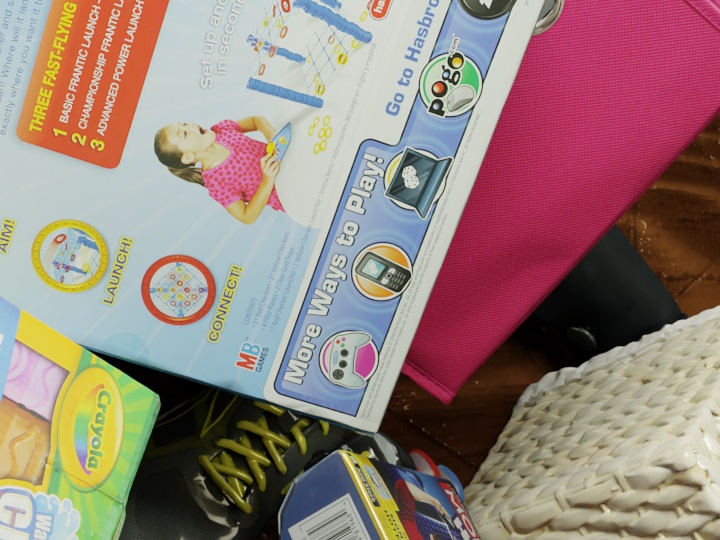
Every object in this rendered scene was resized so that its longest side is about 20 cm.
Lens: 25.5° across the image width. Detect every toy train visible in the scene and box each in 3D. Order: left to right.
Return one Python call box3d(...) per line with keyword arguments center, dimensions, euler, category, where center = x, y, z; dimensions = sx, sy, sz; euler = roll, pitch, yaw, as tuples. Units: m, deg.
box3d(center=(0.018, 0.105, 0.767), dimensions=(0.034, 0.046, 0.200), euler=(57, 3, 18), category="toy train")

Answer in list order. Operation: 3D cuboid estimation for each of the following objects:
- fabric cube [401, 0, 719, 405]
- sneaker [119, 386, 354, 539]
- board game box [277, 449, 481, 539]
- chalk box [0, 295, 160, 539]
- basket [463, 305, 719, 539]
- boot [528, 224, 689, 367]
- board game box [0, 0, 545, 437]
box3d(center=(0.022, -0.106, 0.701), dimensions=(0.195, 0.200, 0.201), euler=(37, 17, -19), category="fabric cube")
box3d(center=(-0.047, 0.070, 0.730), dimensions=(0.074, 0.085, 0.200), euler=(45, 44, -4), category="sneaker")
box3d(center=(0.044, 0.184, 0.653), dimensions=(0.202, 0.061, 0.200), euler=(63, 11, 20), category="board game box")
box3d(center=(-0.159, 0.079, 0.555), dimensions=(0.199, 0.124, 0.125), euler=(36, 57, -30), category="chalk box")
box3d(center=(0.176, 0.153, 0.872), dimensions=(0.199, 0.199, 0.161), euler=(56, 43, -7), category="basket")
box3d(center=(0.177, 0.036, 0.954), dimensions=(0.168, 0.199, 0.077), euler=(47, 70, -25), category="boot")
box3d(center=(-0.053, -0.064, 0.571), dimensions=(0.193, 0.202, 0.056), euler=(18, 20, -10), category="board game box")
